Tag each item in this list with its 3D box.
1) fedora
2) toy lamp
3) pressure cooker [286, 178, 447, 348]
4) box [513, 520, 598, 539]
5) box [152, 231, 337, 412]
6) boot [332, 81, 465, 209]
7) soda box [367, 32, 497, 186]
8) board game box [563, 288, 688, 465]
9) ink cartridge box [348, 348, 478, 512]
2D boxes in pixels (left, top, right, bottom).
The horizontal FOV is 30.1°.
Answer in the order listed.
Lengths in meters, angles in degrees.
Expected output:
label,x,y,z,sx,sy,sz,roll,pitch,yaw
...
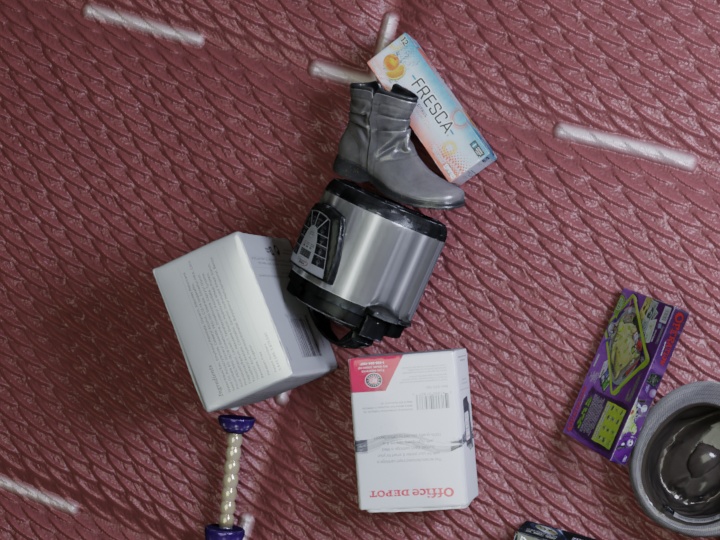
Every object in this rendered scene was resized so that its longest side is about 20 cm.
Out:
label,x,y,z,sx,sy,sz,roll,pitch,yaw
fedora,0.425,0.227,1.642,0.177,0.090,0.200,32,106,16
toy lamp,-0.180,0.300,1.830,0.058,0.058,0.201,4,89,16
pressure cooker,0.003,0.001,1.722,0.178,0.176,0.201,25,97,12
box,0.257,0.437,1.687,0.163,0.086,0.201,13,93,16
box,-0.146,0.066,1.750,0.130,0.199,0.201,-24,82,14
boot,0.054,-0.162,1.710,0.199,0.070,0.132,23,110,24
soda box,0.094,-0.211,1.758,0.068,0.064,0.200,-35,81,12
board game box,0.326,0.128,1.657,0.032,0.120,0.201,21,93,-27
ink cartridge box,0.070,0.207,1.746,0.145,0.083,0.201,-5,88,15
